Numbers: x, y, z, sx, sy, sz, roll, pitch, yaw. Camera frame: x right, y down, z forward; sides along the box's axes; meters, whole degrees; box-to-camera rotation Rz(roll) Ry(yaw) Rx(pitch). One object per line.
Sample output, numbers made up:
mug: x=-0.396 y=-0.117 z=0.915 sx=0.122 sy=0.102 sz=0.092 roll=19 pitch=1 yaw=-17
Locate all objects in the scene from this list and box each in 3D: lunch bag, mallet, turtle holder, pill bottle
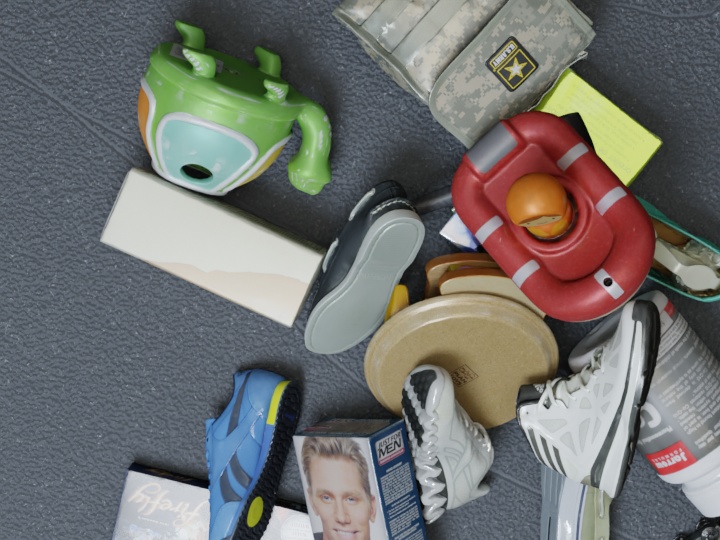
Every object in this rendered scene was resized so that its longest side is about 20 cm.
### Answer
lunch bag: x=0.100 y=-0.226 z=1.266 sx=0.200 sy=0.118 sz=0.164 roll=44 pitch=96 yaw=2
mallet: x=0.122 y=-0.096 z=1.275 sx=0.200 sy=0.041 sz=0.066 roll=-13 pitch=91 yaw=9
turtle holder: x=-0.123 y=-0.143 z=1.286 sx=0.185 sy=0.141 sz=0.132 roll=8 pitch=114 yaw=-38
pill bottle: x=0.301 y=0.129 z=1.289 sx=0.114 sy=0.114 sz=0.200 roll=-39 pitch=92 yaw=4

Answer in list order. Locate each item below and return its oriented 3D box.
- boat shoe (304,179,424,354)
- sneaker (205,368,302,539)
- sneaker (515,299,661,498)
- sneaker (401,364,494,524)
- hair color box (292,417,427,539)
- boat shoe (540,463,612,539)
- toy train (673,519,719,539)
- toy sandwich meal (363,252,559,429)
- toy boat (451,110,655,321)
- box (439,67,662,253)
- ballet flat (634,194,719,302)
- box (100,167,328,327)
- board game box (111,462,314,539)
boat shoe: x=0.000 y=0.000 z=1.294 sx=0.076 sy=0.060 sz=0.200 roll=12 pitch=132 yaw=-31
sneaker: x=-0.120 y=0.192 z=1.313 sx=0.078 sy=0.066 sz=0.200 roll=9 pitch=71 yaw=20
sneaker: x=0.197 y=0.107 z=1.216 sx=0.115 sy=0.076 sz=0.201 roll=16 pitch=120 yaw=17
sneaker: x=0.084 y=0.157 z=1.286 sx=0.081 sy=0.075 sz=0.200 roll=-12 pitch=136 yaw=-7
hair color box: x=0.006 y=0.245 z=1.302 sx=0.100 sy=0.060 sz=0.200 roll=-5 pitch=100 yaw=40
boat shoe: x=0.215 y=0.213 z=1.328 sx=0.062 sy=0.072 sz=0.200 roll=1 pitch=103 yaw=-15
toy train: x=0.342 y=0.274 z=1.338 sx=0.200 sy=0.034 sz=0.046 roll=-36 pitch=96 yaw=4
toy sandwich meal: x=0.096 y=0.071 z=1.295 sx=0.205 sy=0.070 sz=0.205 roll=-1 pitch=132 yaw=-1
toy boat: x=0.162 y=-0.050 z=1.172 sx=0.130 sy=0.131 sz=0.200 roll=-43 pitch=72 yaw=10
box: x=0.181 y=-0.081 z=1.311 sx=0.122 sy=0.048 sz=0.200 roll=38 pitch=95 yaw=0
ballet flat: x=0.274 y=-0.025 z=1.271 sx=0.200 sy=0.070 sz=0.067 roll=22 pitch=101 yaw=-20
box: x=-0.137 y=-0.025 z=1.302 sx=0.200 sy=0.095 sz=0.078 roll=24 pitch=95 yaw=1
board game box: x=-0.148 y=0.282 z=1.351 sx=0.200 sy=0.035 sz=0.136 roll=13 pitch=94 yaw=1
